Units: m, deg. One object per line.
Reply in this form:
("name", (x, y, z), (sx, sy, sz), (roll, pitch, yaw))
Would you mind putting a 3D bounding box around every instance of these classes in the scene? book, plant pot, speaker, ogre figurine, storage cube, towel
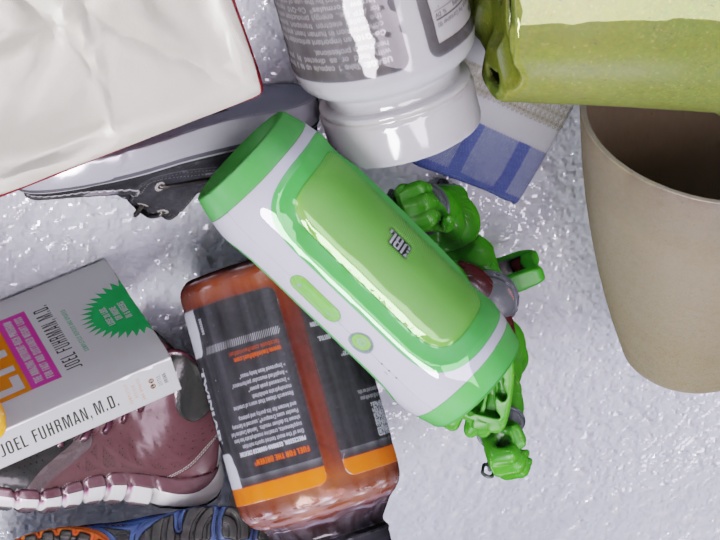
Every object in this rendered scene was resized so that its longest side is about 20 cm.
("book", (-0.220, 0.074, 1.415), (0.200, 0.134, 0.048), (-24, 122, -12))
("plant pot", (0.227, -0.022, 1.554), (0.187, 0.187, 0.200), (-12, 132, -18))
("speaker", (0.000, 0.000, 1.402), (0.200, 0.088, 0.088), (44, 92, -10))
("ogre figurine", (0.070, 0.025, 1.516), (0.098, 0.120, 0.200), (-36, 100, 20))
("storage cube", (-0.179, -0.166, 1.294), (0.200, 0.180, 0.171), (-22, 120, -14))
("plant pot", (0.165, -0.173, 1.420), (0.184, 0.200, 0.201), (-6, 116, -10))
("towel", (0.089, -0.152, 1.509), (0.147, 0.024, 0.200), (20, 105, -30))

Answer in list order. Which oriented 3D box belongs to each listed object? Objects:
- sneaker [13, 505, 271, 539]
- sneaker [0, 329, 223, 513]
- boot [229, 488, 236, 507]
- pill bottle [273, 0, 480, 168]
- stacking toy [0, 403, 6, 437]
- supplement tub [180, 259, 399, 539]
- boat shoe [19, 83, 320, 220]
("sneaker", (-0.133, 0.186, 1.523), (0.200, 0.078, 0.075), (1, 90, -3))
("sneaker", (-0.170, 0.087, 1.488), (0.200, 0.076, 0.116), (2, 108, -36))
("boot", (-0.055, 0.195, 1.590), (0.073, 0.090, 0.200), (10, 85, 4))
("pill bottle", (0.004, -0.169, 1.401), (0.114, 0.114, 0.200), (-21, 114, -13))
("stacking toy", (-0.296, 0.059, 1.342), (0.200, 0.110, 0.116), (20, 104, 4))
("supplement tub", (-0.039, 0.091, 1.471), (0.107, 0.107, 0.200), (-14, 86, -17))
("boat shoe", (-0.117, -0.063, 1.441), (0.200, 0.070, 0.066), (-16, 117, -25))
